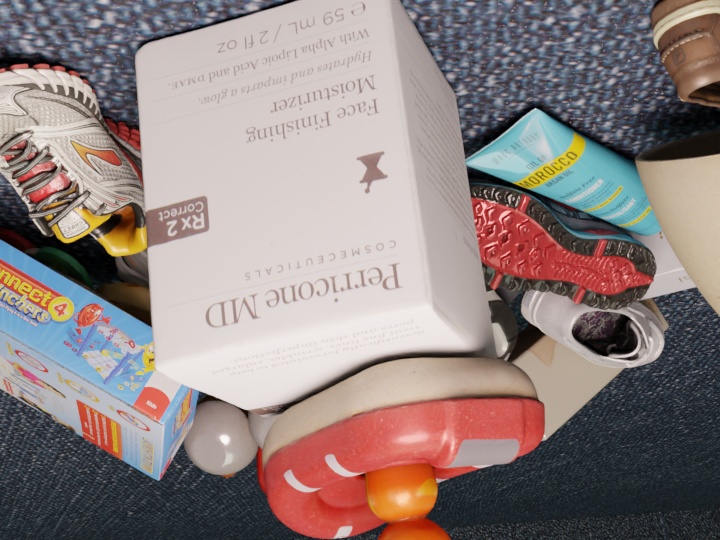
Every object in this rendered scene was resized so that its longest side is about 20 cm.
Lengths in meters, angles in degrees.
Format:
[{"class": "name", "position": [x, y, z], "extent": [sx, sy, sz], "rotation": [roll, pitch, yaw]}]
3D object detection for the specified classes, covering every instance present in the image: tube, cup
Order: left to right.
[{"class": "tube", "position": [0.169, -0.076, 0.895], "extent": [0.199, 0.051, 0.077], "rotation": [17, 138, -40]}, {"class": "cup", "position": [0.303, -0.029, 0.801], "extent": [0.198, 0.145, 0.200], "rotation": [-13, -173, 2]}]

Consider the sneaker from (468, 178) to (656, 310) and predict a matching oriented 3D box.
[{"class": "sneaker", "position": [0.141, -0.027, 0.951], "extent": [0.198, 0.096, 0.080], "rotation": [21, 108, -23]}]

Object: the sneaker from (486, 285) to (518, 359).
[{"class": "sneaker", "position": [0.064, 0.004, 1.023], "extent": [0.115, 0.076, 0.201], "rotation": [23, 148, 37]}]

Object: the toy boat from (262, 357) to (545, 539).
[{"class": "toy boat", "position": [0.024, 0.135, 0.695], "extent": [0.129, 0.132, 0.200], "rotation": [2, 160, -30]}]

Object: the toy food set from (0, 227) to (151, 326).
[{"class": "toy food set", "position": [-0.220, 0.039, 0.943], "extent": [0.197, 0.049, 0.200], "rotation": [31, 157, -1]}]

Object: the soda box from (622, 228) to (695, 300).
[{"class": "soda box", "position": [0.328, -0.034, 1.018], "extent": [0.198, 0.069, 0.064], "rotation": [-16, 158, 22]}]

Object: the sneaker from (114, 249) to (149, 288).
[{"class": "sneaker", "position": [-0.101, 0.006, 0.895], "extent": [0.198, 0.074, 0.080], "rotation": [21, 149, 5]}]

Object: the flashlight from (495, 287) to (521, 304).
[{"class": "flashlight", "position": [0.136, 0.013, 1.100], "extent": [0.067, 0.068, 0.200], "rotation": [4, 153, -17]}]

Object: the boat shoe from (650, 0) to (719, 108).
[{"class": "boat shoe", "position": [0.267, -0.121, 0.749], "extent": [0.201, 0.076, 0.075], "rotation": [5, 157, -31]}]

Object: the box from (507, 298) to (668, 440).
[{"class": "box", "position": [0.199, 0.085, 1.136], "extent": [0.199, 0.078, 0.095], "rotation": [-35, -177, -31]}]

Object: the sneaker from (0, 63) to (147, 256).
[{"class": "sneaker", "position": [-0.186, -0.067, 0.732], "extent": [0.077, 0.083, 0.200], "rotation": [-15, 158, 22]}]

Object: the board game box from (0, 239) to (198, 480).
[{"class": "board game box", "position": [-0.218, 0.067, 0.864], "extent": [0.195, 0.056, 0.200], "rotation": [30, 157, 1]}]

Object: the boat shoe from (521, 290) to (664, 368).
[{"class": "boat shoe", "position": [0.224, 0.054, 1.030], "extent": [0.199, 0.068, 0.072], "rotation": [30, 99, -45]}]

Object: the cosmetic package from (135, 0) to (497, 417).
[{"class": "cosmetic package", "position": [-0.024, -0.034, 0.703], "extent": [0.163, 0.202, 0.165], "rotation": [-13, 160, 15]}]

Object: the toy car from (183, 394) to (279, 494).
[{"class": "toy car", "position": [-0.081, 0.169, 1.241], "extent": [0.198, 0.151, 0.175], "rotation": [-17, -163, 25]}]
